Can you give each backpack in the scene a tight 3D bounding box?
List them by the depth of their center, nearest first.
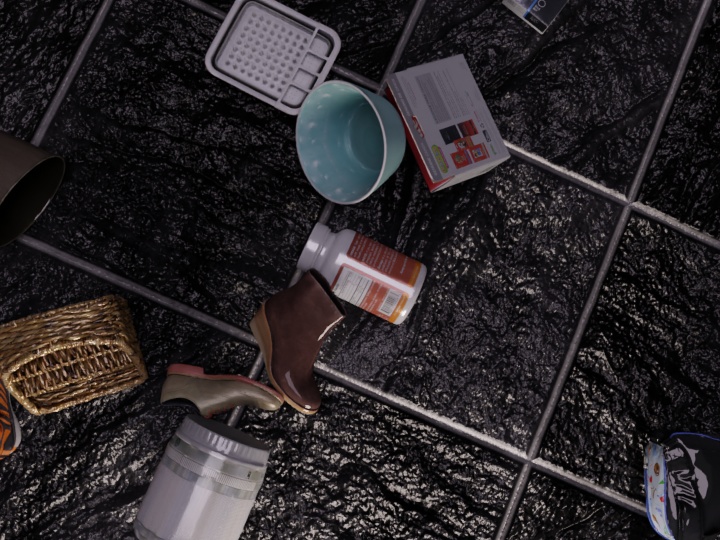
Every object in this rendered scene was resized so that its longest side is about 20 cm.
[{"bbox_3d":[0.564,0.369,1.218,0.200,0.154,0.191,7,77,3],"label":"backpack"}]

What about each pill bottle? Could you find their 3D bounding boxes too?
[{"bbox_3d":[0.000,0.000,1.216,0.200,0.112,0.112,26,82,-2],"label":"pill bottle"}]

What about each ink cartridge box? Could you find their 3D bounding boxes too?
[{"bbox_3d":[0.131,-0.247,1.243,0.175,0.084,0.200,-22,86,-29],"label":"ink cartridge box"},{"bbox_3d":[0.359,-0.546,1.348,0.099,0.039,0.200,37,81,0],"label":"ink cartridge box"}]

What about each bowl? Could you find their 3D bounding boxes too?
[{"bbox_3d":[-0.002,-0.217,1.215,0.105,0.201,0.201,-19,85,-45],"label":"bowl"}]

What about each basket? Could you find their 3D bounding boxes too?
[{"bbox_3d":[-0.453,0.135,1.140,0.200,0.143,0.149,-15,85,-7],"label":"basket"},{"bbox_3d":[-0.613,-0.163,1.164,0.200,0.136,0.181,33,78,2],"label":"basket"}]

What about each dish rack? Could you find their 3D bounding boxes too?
[{"bbox_3d":[-0.152,-0.375,1.275,0.200,0.044,0.172,27,83,-3],"label":"dish rack"}]

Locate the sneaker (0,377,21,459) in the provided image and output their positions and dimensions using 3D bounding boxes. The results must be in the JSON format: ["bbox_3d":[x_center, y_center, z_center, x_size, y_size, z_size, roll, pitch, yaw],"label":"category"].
[{"bbox_3d":[-0.593,0.198,1.134,0.077,0.112,0.200,-24,87,-8],"label":"sneaker"}]

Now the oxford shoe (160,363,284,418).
[{"bbox_3d":[-0.225,0.209,1.180,0.200,0.071,0.075,9,58,8],"label":"oxford shoe"}]

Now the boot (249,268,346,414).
[{"bbox_3d":[-0.084,0.117,1.179,0.166,0.072,0.200,-37,80,29],"label":"boot"}]

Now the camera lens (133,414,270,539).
[{"bbox_3d":[-0.245,0.344,1.131,0.160,0.160,0.200,23,82,-3],"label":"camera lens"}]
